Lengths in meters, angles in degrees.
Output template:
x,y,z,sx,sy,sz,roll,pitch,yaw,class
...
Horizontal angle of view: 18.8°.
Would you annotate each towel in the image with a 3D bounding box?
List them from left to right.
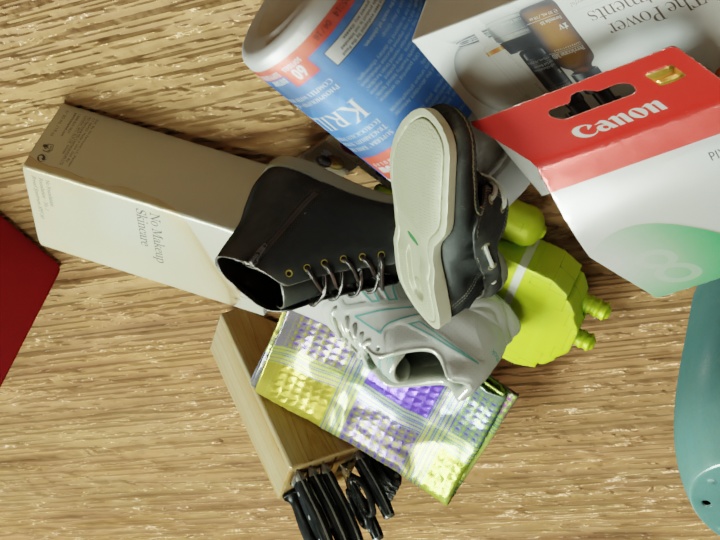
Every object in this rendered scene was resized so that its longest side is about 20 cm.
x,y,z,sx,sy,sz,roll,pitch,yaw,class
0.013,0.095,1.738,0.199,0.023,0.144,31,129,3,towel

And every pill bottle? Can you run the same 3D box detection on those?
x,y,z,sx,sy,sz,roll,pitch,yaw,class
0.028,-0.123,1.441,0.200,0.113,0.112,37,144,-20,pill bottle

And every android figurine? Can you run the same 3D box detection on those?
x,y,z,sx,sy,sz,roll,pitch,yaw,class
0.091,0.005,1.632,0.199,0.041,0.182,23,146,6,android figurine

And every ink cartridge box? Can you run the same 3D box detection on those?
x,y,z,sx,sy,sz,roll,pitch,yaw,class
0.189,-0.055,1.332,0.160,0.050,0.199,-19,148,40,ink cartridge box

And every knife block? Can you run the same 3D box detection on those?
x,y,z,sx,sy,sz,roll,pitch,yaw,class
-0.056,0.146,1.810,0.199,0.176,0.064,24,146,0,knife block

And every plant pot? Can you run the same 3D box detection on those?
x,y,z,sx,sy,sz,roll,pitch,yaw,class
0.313,0.108,1.545,0.199,0.162,0.201,16,146,12,plant pot

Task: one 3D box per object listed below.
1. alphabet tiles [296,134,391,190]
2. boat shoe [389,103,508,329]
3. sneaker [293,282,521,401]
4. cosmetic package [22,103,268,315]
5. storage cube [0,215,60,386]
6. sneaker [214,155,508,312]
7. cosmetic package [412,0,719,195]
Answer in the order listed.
x,y,z,sx,sy,sz,roll,pitch,yaw,class
0.001,-0.030,1.683,0.167,0.008,0.200,36,145,-19,alphabet tiles
0.060,-0.043,1.396,0.072,0.067,0.200,56,163,31,boat shoe
0.016,0.039,1.625,0.199,0.080,0.071,14,149,27,sneaker
-0.154,-0.048,1.687,0.199,0.073,0.104,17,145,16,cosmetic package
-0.396,0.032,1.857,0.170,0.180,0.200,-18,130,45,storage cube
0.000,0.000,1.562,0.199,0.107,0.075,20,145,15,sneaker
0.155,-0.134,1.330,0.199,0.052,0.151,-17,131,38,cosmetic package
